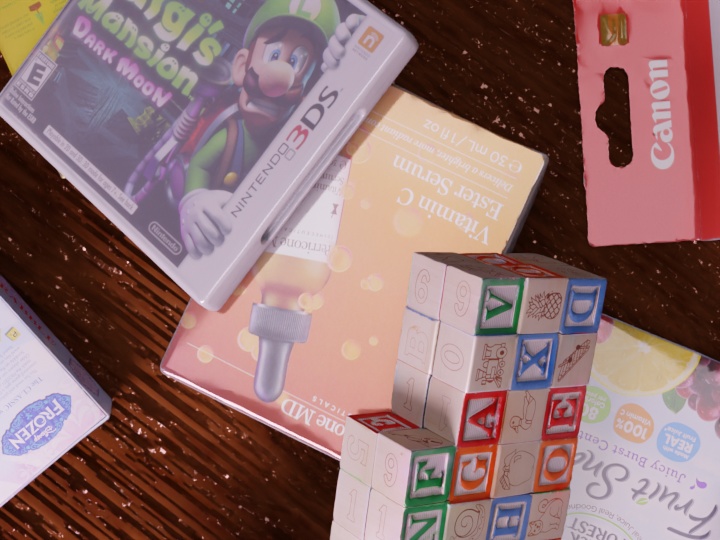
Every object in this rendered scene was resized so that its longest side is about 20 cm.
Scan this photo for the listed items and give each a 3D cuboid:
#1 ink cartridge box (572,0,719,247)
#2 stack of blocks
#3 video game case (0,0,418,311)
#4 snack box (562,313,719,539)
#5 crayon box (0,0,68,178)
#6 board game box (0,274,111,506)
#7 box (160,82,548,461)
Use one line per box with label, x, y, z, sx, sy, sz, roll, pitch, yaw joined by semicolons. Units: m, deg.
ink cartridge box;0.232;-0.100;0.805;0.198;0.050;0.163;-3;85;3
stack of blocks;0.052;0.094;0.705;0.114;0.058;0.202;0;104;-36
video game case;-0.093;-0.108;0.759;0.200;0.023;0.182;40;95;26
snack box;0.152;0.107;0.793;0.198;0.053;0.144;22;90;6
crayon box;-0.168;-0.169;0.842;0.126;0.051;0.202;-26;84;3
board game box;-0.288;0.073;0.810;0.199;0.041;0.200;-39;102;1
box;0.000;0.000;0.787;0.151;0.106;0.202;24;88;6
